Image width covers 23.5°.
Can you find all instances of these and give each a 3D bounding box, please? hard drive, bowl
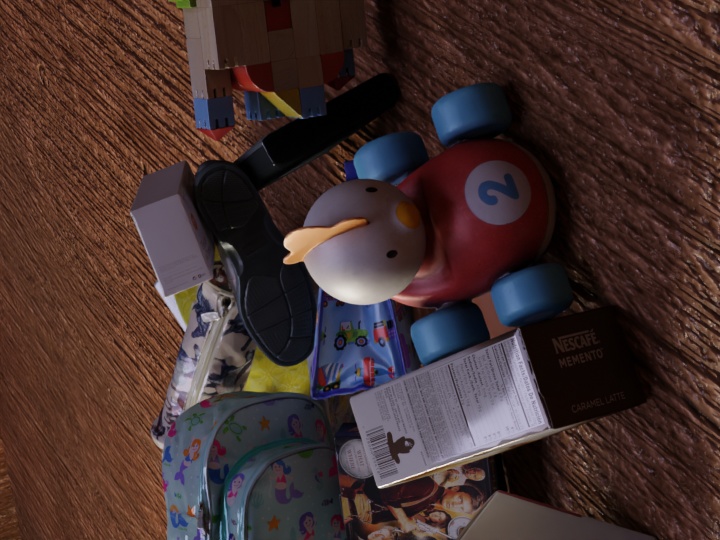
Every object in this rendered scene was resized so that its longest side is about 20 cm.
[{"bbox_3d":[-0.058,-0.115,1.590,0.033,0.139,0.200,60,157,-2],"label":"hard drive"},{"bbox_3d":[-0.088,0.034,1.786,0.108,0.200,0.201,-39,63,20],"label":"bowl"}]

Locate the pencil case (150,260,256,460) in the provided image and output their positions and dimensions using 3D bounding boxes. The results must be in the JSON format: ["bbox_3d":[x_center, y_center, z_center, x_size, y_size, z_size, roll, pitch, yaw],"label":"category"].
[{"bbox_3d":[-0.142,0.088,1.658,0.077,0.089,0.201,26,113,17],"label":"pencil case"}]

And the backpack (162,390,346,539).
[{"bbox_3d":[-0.092,0.212,1.602,0.150,0.177,0.202,-9,89,50],"label":"backpack"}]

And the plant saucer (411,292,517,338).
[{"bbox_3d":[0.104,0.047,1.472,0.200,0.037,0.201,49,149,45],"label":"plant saucer"}]

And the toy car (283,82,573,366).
[{"bbox_3d":[0.032,-0.030,1.314,0.176,0.199,0.186,-28,74,40],"label":"toy car"}]

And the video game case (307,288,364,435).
[{"bbox_3d":[-0.020,0.097,1.701,0.143,0.018,0.201,-61,-29,-57],"label":"video game case"}]

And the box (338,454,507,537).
[{"bbox_3d":[0.071,0.274,1.567,0.079,0.140,0.201,-57,-42,-68],"label":"box"}]

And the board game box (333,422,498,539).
[{"bbox_3d":[0.056,0.229,1.496,0.035,0.134,0.202,-52,-43,-67],"label":"board game box"}]

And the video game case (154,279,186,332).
[{"bbox_3d":[-0.117,0.084,1.826,0.022,0.182,0.201,-39,79,20],"label":"video game case"}]

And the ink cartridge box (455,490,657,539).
[{"bbox_3d":[0.157,0.296,1.397,0.145,0.083,0.201,14,125,27],"label":"ink cartridge box"}]

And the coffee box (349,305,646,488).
[{"bbox_3d":[0.103,0.099,1.332,0.199,0.114,0.080,-26,79,45],"label":"coffee box"}]

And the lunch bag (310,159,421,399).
[{"bbox_3d":[0.000,0.000,1.558,0.151,0.093,0.202,-51,-44,-78],"label":"lunch bag"}]

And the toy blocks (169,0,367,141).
[{"bbox_3d":[-0.069,-0.187,1.459,0.100,0.199,0.138,11,111,55],"label":"toy blocks"}]

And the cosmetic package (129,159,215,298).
[{"bbox_3d":[-0.166,-0.042,1.564,0.200,0.050,0.083,-108,-5,-77],"label":"cosmetic package"}]

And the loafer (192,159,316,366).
[{"bbox_3d":[-0.094,-0.011,1.562,0.063,0.071,0.201,-134,21,-71],"label":"loafer"}]
